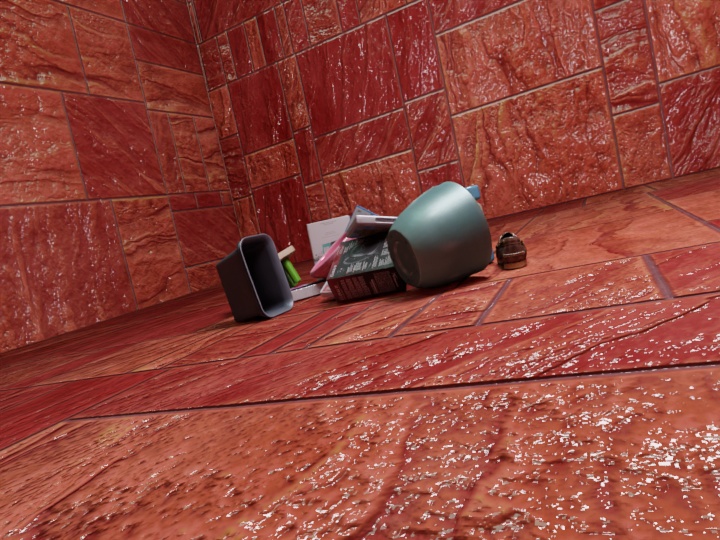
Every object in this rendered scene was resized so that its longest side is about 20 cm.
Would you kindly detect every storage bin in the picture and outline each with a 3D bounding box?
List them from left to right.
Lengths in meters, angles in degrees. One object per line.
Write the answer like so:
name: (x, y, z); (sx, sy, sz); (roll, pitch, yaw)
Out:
storage bin: (-0.274, 0.028, 1.369); (0.132, 0.206, 0.144); (-20, 0, 33)

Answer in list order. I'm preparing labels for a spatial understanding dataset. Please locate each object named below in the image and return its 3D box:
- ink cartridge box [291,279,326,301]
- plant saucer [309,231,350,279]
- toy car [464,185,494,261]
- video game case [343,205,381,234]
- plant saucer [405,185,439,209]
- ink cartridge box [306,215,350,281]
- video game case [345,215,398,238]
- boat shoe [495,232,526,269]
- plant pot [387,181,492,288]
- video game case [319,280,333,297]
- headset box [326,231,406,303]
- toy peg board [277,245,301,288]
ink cartridge box: (-0.138, 0.055, 1.577); (0.194, 0.038, 0.094); (-13, 4, -19)
plant saucer: (-0.068, -0.046, 1.585); (0.200, 0.051, 0.201); (-45, 8, 8)
toy car: (0.227, -0.099, 1.369); (0.193, 0.191, 0.177); (-13, 4, 15)
video game case: (0.032, -0.097, 1.632); (0.197, 0.147, 0.018); (29, 5, 34)
plant saucer: (0.176, -0.182, 1.470); (0.199, 0.039, 0.201); (-38, 9, 7)
ink cartridge box: (-0.085, -0.066, 1.771); (0.141, 0.208, 0.147); (-11, 5, 2)
video game case: (0.061, -0.104, 1.339); (0.175, 0.023, 0.200); (2, -6, -9)
boat shoe: (0.340, -0.051, 1.204); (0.068, 0.073, 0.200); (-13, 4, 9)
plant pot: (0.150, -0.059, 1.116); (0.157, 0.206, 0.200); (-25, 8, -19)
video game case: (-0.007, -0.009, 1.372); (0.139, 0.018, 0.202); (-4, 40, 34)
headset box: (0.016, -0.010, 1.265); (0.194, 0.079, 0.151); (-13, 34, 23)
toy peg board: (-0.280, 0.046, 1.616); (0.197, 0.099, 0.200); (-34, -4, -30)
